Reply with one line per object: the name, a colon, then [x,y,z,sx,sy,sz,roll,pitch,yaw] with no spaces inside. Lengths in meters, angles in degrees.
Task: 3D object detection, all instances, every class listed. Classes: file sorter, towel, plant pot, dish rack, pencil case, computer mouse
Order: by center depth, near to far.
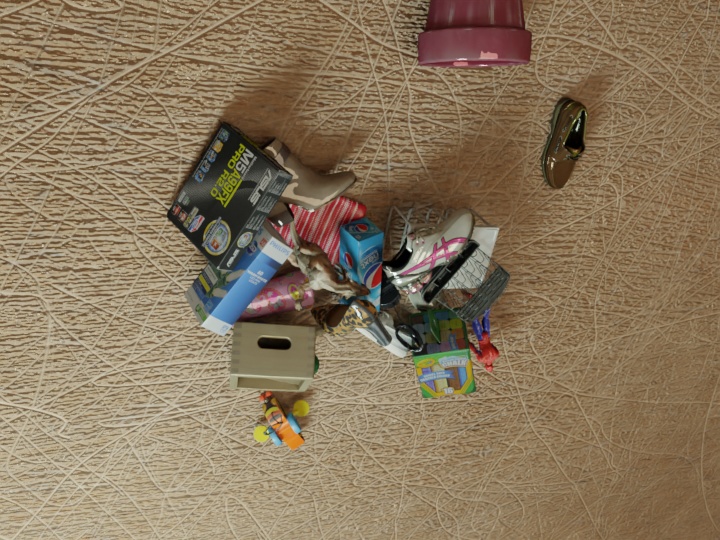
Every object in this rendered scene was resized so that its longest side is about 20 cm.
plant pot: [0.198,-0.447,1.158,0.198,0.200,0.181,-5,104,-22]
towel: [-0.095,-0.091,1.319,0.198,0.023,0.146,17,109,-31]
pencil case: [-0.191,0.054,1.322,0.198,0.088,0.088,-13,122,-16]
dish rack: [0.218,0.028,1.356,0.199,0.055,0.154,34,103,-35]
file sorter: [0.154,-0.053,1.390,0.198,0.125,0.140,-1,119,-23]
computer mouse: [0.076,0.081,1.412,0.058,0.201,0.034,-29,165,10]

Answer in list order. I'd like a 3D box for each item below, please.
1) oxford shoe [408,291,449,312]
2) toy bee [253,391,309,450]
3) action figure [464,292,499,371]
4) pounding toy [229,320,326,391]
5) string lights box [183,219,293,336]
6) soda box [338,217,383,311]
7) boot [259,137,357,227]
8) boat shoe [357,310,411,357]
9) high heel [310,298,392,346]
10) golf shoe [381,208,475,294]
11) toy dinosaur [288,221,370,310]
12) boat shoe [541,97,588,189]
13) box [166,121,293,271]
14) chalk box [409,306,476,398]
oxford shoe: [0.169,0.085,1.517,0.075,0.058,0.201,-36,125,1]
toy bee: [-0.174,0.318,1.481,0.130,0.109,0.201,-20,149,-22]
action figure: [0.280,0.140,1.602,0.065,0.099,0.202,-15,101,-12]
pounding toy: [-0.155,0.158,1.340,0.197,0.144,0.184,4,161,-10]
string lights box: [-0.218,0.004,1.199,0.200,0.103,0.059,-51,136,7]
soda box: [0.000,0.000,1.365,0.064,0.068,0.202,-22,132,-28]
boot: [-0.121,-0.174,1.215,0.199,0.070,0.147,-31,118,-2]
boat shoe: [0.047,0.125,1.481,0.199,0.072,0.069,35,85,-32]
high heel: [-0.040,0.075,1.300,0.072,0.198,0.143,-59,142,-21]
golf shoe: [0.129,-0.046,1.261,0.200,0.073,0.092,-45,125,7]
toy dinosaur: [-0.081,-0.010,1.290,0.135,0.201,0.086,-16,160,-49]
boat shoe: [0.436,-0.259,1.434,0.071,0.068,0.202,-15,124,-18]
box: [-0.227,-0.127,1.154,0.201,0.160,0.044,-54,153,13]
chalk box: [0.176,0.165,1.464,0.122,0.126,0.201,-8,135,7]
